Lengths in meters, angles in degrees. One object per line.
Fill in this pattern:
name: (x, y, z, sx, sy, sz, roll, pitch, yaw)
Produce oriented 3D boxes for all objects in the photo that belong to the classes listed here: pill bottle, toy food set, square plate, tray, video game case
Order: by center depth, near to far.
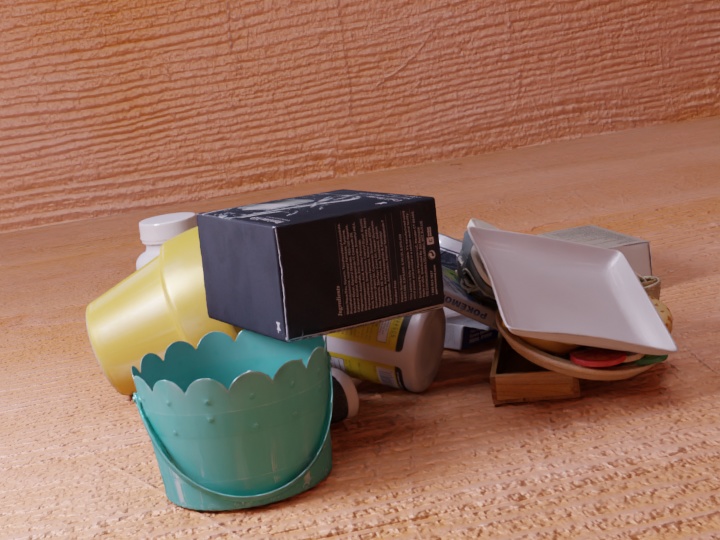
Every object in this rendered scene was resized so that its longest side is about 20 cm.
square plate: (0.224, 0.026, 1.386, 0.197, 0.029, 0.199, 8, 32, -15)
toy food set: (0.249, 0.064, 1.428, 0.197, 0.049, 0.198, 16, 24, 15)
tray: (0.207, 0.107, 1.494, 0.097, 0.038, 0.200, -6, 13, 11)
pill bottle: (-0.005, 0.072, 1.529, 0.197, 0.113, 0.111, 11, 18, 22)
video game case: (0.114, 0.024, 1.563, 0.180, 0.022, 0.200, 24, 8, -14)
pill bottle: (-0.255, 0.025, 1.794, 0.109, 0.203, 0.111, -8, 12, 2)

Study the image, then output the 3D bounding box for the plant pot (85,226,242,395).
plant pot: (-0.246, 0.067, 1.653, 0.186, 0.203, 0.201, -22, 10, 5)

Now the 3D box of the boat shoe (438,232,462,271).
boat shoe: (0.182, 0.014, 1.900, 0.197, 0.092, 0.071, 18, 6, -13)

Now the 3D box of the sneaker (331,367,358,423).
sneaker: (-0.097, 0.139, 1.456, 0.111, 0.074, 0.199, -18, 13, -29)

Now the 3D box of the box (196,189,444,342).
box: (-0.046, -0.011, 1.366, 0.194, 0.126, 0.199, -13, 12, -30)

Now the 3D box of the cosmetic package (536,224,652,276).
cosmetic package: (0.345, -0.015, 1.893, 0.102, 0.074, 0.200, -10, 12, -11)

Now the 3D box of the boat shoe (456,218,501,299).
boat shoe: (0.148, 0.000, 1.501, 0.072, 0.062, 0.200, 23, 19, -10)

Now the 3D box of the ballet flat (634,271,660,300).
ballet flat: (0.273, 0.007, 1.554, 0.197, 0.063, 0.068, 14, 18, -10)

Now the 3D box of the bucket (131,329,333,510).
bucket: (-0.121, 0.146, 1.282, 0.204, 0.137, 0.207, -9, 11, 2)

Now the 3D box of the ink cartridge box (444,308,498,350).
ink cartridge box: (0.172, 0.063, 1.716, 0.194, 0.044, 0.199, -15, 15, -36)

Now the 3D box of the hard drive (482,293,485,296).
hard drive: (0.257, 0.042, 1.584, 0.197, 0.027, 0.132, 21, 16, 10)
